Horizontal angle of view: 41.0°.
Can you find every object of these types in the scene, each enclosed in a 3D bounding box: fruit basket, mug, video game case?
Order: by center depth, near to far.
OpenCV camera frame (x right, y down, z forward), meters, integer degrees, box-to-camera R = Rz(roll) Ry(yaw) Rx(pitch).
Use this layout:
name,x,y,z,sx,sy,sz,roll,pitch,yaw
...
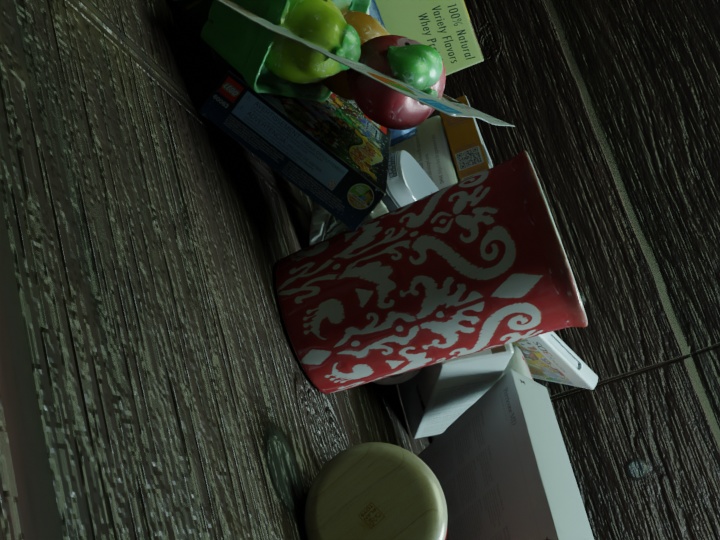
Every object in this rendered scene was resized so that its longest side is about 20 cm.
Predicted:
name,x,y,z,sx,sy,sz,roll,pitch,yaw
fruit basket,0.004,-0.150,0.664,0.185,0.199,0.094,-15,126,-68
mug,0.053,0.010,0.729,0.178,0.199,0.134,0,71,-80
video game case,0.178,0.091,1.234,0.182,0.200,0.023,41,67,-40

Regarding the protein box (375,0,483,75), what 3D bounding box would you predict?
name,x,y,z,sx,sy,sz,roll,pitch,yaw
protein box,0.011,-0.306,1.103,0.135,0.199,0.199,-84,153,-67

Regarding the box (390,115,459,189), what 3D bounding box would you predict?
name,x,y,z,sx,sy,sz,roll,pitch,yaw
box,0.076,-0.044,1.147,0.200,0.130,0.199,-92,159,-58

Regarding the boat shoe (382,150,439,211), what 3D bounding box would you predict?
name,x,y,z,sx,sy,sz,roll,pitch,yaw
boat shoe,0.055,-0.034,0.914,0.200,0.066,0.070,45,34,-46

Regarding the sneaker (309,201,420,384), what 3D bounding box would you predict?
name,x,y,z,sx,sy,sz,roll,pitch,yaw
sneaker,0.000,0.000,0.866,0.099,0.078,0.201,-103,179,-68

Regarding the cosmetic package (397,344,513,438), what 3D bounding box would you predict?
name,x,y,z,sx,sy,sz,roll,pitch,yaw
cosmetic package,0.082,0.080,0.928,0.200,0.074,0.102,95,-17,-61

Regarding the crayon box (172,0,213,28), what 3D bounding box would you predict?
name,x,y,z,sx,sy,sz,roll,pitch,yaw
crayon box,-0.125,-0.284,0.736,0.119,0.058,0.201,19,52,-77

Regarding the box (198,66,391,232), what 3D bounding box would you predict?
name,x,y,z,sx,sy,sz,roll,pitch,yaw
box,-0.041,-0.115,0.748,0.136,0.038,0.200,37,18,-11

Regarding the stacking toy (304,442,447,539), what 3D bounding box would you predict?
name,x,y,z,sx,sy,sz,roll,pitch,yaw
stacking toy,0.023,0.171,0.647,0.200,0.085,0.086,63,10,-69

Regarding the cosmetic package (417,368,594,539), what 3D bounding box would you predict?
name,x,y,z,sx,sy,sz,roll,pitch,yaw
cosmetic package,0.116,0.207,0.830,0.052,0.151,0.200,26,32,-23

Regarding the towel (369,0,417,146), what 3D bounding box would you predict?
name,x,y,z,sx,sy,sz,roll,pitch,yaw
towel,-0.018,-0.221,1.039,0.049,0.111,0.201,-82,151,-67

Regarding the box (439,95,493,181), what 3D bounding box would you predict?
name,x,y,z,sx,sy,sz,roll,pitch,yaw
box,0.137,-0.107,1.108,0.119,0.041,0.200,58,18,-48

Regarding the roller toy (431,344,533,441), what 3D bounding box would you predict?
name,x,y,z,sx,sy,sz,roll,pitch,yaw
roller toy,0.164,0.185,1.161,0.200,0.139,0.183,60,14,-44
